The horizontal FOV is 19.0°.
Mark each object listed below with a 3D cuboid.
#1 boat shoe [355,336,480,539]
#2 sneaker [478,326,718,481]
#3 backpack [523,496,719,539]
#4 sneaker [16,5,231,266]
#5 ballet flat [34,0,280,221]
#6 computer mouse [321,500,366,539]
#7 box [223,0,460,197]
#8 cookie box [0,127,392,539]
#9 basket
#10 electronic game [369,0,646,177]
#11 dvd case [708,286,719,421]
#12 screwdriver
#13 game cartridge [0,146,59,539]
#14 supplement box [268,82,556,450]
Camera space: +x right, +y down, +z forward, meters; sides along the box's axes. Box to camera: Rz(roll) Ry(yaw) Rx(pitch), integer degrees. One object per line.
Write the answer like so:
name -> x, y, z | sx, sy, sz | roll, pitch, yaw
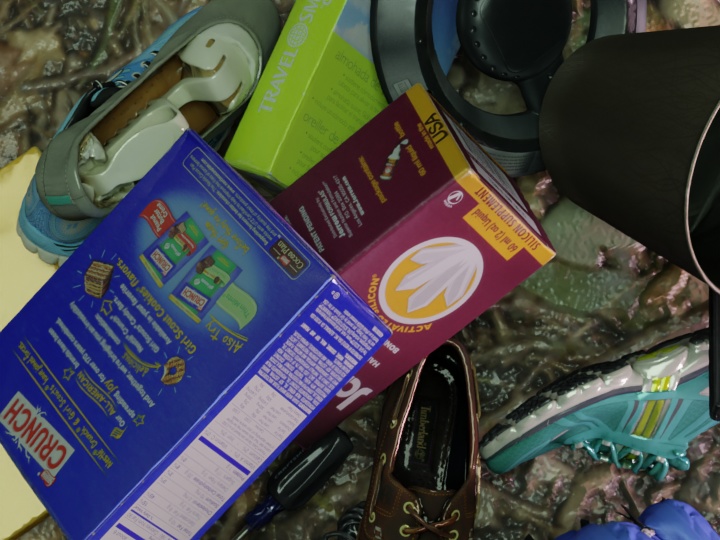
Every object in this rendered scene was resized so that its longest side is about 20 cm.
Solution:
boat shoe -> 0.036, 0.139, 1.300 | 0.070, 0.070, 0.202 | 6, 72, -10
sneaker -> 0.170, 0.092, 1.319 | 0.198, 0.078, 0.080 | -17, 90, 0
backpack -> 0.151, 0.213, 1.236 | 0.168, 0.200, 0.162 | -45, 82, -4
sneaker -> -0.135, -0.092, 1.337 | 0.078, 0.090, 0.200 | 33, 66, 7
ballet flat -> -0.106, -0.097, 1.276 | 0.200, 0.064, 0.068 | -43, 114, -24
computer mouse -> -0.048, 0.240, 1.320 | 0.199, 0.053, 0.139 | -22, 79, -13
box -> 0.002, -0.130, 1.332 | 0.047, 0.122, 0.201 | 19, 81, 38
cookie box -> -0.108, 0.048, 1.204 | 0.200, 0.075, 0.171 | -46, 47, 1
basket -> 0.203, -0.077, 1.263 | 0.181, 0.200, 0.136 | -49, 116, -10
electronic game -> 0.094, -0.157, 1.329 | 0.199, 0.042, 0.202 | -6, 103, -28
dvd case -> 0.282, 0.014, 1.300 | 0.141, 0.018, 0.201 | 5, 50, 3
screwdriver -> -0.083, 0.169, 1.341 | 0.200, 0.028, 0.029 | -41, 51, -3
game cartridge -> -0.222, 0.052, 1.364 | 0.176, 0.032, 0.201 | -34, 84, -3
supplement box -> 0.000, 0.000, 1.284 | 0.200, 0.110, 0.086 | -39, 46, 11
